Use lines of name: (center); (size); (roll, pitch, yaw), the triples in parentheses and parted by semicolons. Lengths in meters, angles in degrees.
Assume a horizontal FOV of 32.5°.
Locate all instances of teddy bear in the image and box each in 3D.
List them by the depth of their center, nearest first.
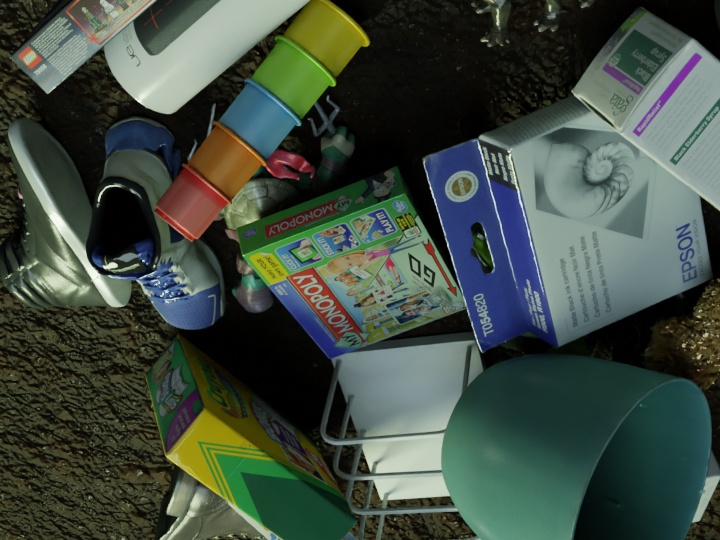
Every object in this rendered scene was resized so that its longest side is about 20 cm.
teddy bear: (0.320, 0.040, 1.000); (0.200, 0.067, 0.145); (-30, 138, 15)

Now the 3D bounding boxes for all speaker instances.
speaker: (-0.096, -0.199, 0.902); (0.200, 0.081, 0.081); (-32, 116, 30)

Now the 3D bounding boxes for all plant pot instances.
plant pot: (0.164, 0.159, 1.010); (0.161, 0.201, 0.201); (19, 139, 40)

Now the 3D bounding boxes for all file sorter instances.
file sorter: (0.055, 0.178, 1.144); (0.139, 0.125, 0.200); (-6, 127, 16)

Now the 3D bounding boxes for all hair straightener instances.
hair straightener: (0.240, 0.088, 1.086); (0.077, 0.041, 0.200); (4, 129, -6)

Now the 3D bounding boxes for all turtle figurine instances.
turtle figurine: (-0.078, -0.057, 1.005); (0.149, 0.101, 0.200); (-2, 133, 11)

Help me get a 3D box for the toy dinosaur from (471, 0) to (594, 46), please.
toy dinosaur: (0.117, -0.219, 0.850); (0.200, 0.077, 0.102); (-2, 135, 15)

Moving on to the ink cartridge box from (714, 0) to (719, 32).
ink cartridge box: (0.344, -0.211, 0.810); (0.200, 0.084, 0.146); (2, 128, 9)

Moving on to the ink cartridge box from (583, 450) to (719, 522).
ink cartridge box: (0.227, 0.217, 1.146); (0.200, 0.039, 0.100); (-11, 145, -8)

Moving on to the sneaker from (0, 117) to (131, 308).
sneaker: (-0.282, -0.037, 1.067); (0.099, 0.071, 0.200); (-11, 129, 12)

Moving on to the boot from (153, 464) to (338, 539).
boot: (-0.121, 0.267, 1.287); (0.174, 0.069, 0.200); (14, 136, -11)

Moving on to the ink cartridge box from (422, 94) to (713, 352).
ink cartridge box: (0.167, -0.038, 0.957); (0.200, 0.041, 0.200); (-23, 125, -4)

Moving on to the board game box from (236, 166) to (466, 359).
board game box: (0.000, 0.000, 1.006); (0.134, 0.029, 0.200); (-21, 148, 9)

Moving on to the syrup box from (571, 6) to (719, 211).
syrup box: (0.255, -0.095, 0.882); (0.200, 0.079, 0.081); (32, 104, -29)

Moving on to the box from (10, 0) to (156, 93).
box: (-0.146, -0.219, 0.858); (0.200, 0.137, 0.040); (-31, 114, 30)

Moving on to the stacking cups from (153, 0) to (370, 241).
stacking cups: (-0.074, -0.109, 0.909); (0.060, 0.060, 0.200); (38, 85, -19)

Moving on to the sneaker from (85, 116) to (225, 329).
sneaker: (-0.182, -0.016, 1.039); (0.080, 0.115, 0.200); (-4, 127, 14)

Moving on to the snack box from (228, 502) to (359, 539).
snack box: (-0.037, 0.251, 1.130); (0.072, 0.200, 0.024); (10, 103, -43)

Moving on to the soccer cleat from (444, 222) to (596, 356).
soccer cleat: (0.120, 0.022, 1.048); (0.081, 0.068, 0.200); (-28, 121, 30)

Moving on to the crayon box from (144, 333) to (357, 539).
crayon box: (-0.104, 0.155, 1.108); (0.173, 0.200, 0.058); (41, 91, -21)
